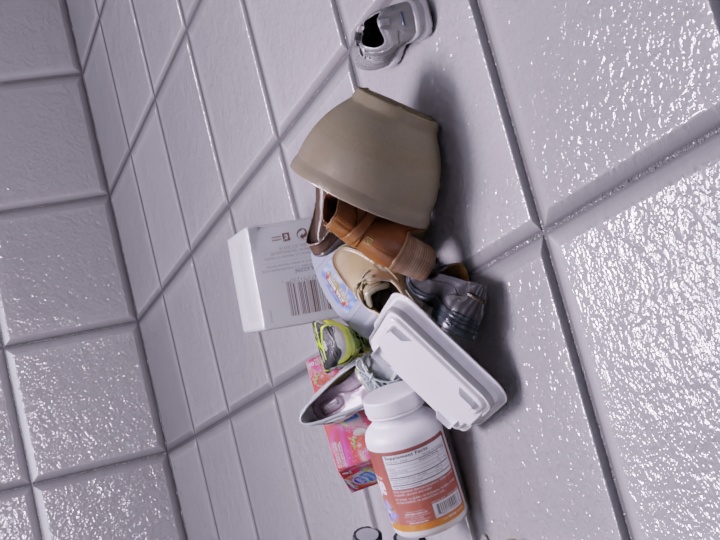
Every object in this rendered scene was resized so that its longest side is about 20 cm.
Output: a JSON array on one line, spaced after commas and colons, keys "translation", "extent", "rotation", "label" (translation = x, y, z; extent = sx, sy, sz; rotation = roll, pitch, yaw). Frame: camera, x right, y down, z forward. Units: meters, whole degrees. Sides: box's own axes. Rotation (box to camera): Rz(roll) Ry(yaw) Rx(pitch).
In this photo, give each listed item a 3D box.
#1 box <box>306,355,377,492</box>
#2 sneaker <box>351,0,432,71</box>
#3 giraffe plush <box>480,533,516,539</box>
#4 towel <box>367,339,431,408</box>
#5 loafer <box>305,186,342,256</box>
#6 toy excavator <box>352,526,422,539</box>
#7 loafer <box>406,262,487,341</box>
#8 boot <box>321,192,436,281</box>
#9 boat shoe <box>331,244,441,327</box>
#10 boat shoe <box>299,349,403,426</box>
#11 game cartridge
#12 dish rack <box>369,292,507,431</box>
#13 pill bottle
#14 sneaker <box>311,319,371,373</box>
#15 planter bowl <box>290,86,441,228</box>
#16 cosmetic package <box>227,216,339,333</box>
[{"translation": [-0.008, 0.227, 1.890], "extent": [0.100, 0.095, 0.200], "rotation": [67, -176, -58], "label": "box"}, {"translation": [0.021, -0.320, 1.640], "extent": [0.200, 0.082, 0.075], "rotation": [154, 104, -67], "label": "sneaker"}, {"translation": [0.138, 0.438, 1.597], "extent": [0.200, 0.162, 0.173], "rotation": [-137, 41, -55], "label": "giraffe plush"}, {"translation": [0.054, 0.135, 1.821], "extent": [0.132, 0.034, 0.201], "rotation": [6, 112, 67], "label": "towel"}, {"translation": [-0.046, -0.119, 1.799], "extent": [0.073, 0.071, 0.201], "rotation": [0, 70, 54], "label": "loafer"}, {"translation": [0.072, 0.491, 1.848], "extent": [0.200, 0.194, 0.100], "rotation": [-81, -8, -65], "label": "toy excavator"}, {"translation": [0.119, 0.024, 1.603], "extent": [0.072, 0.073, 0.200], "rotation": [-61, 27, 9], "label": "loafer"}, {"translation": [0.017, -0.063, 1.640], "extent": [0.074, 0.154, 0.200], "rotation": [-61, 14, 8], "label": "boot"}, {"translation": [0.026, 0.025, 1.681], "extent": [0.200, 0.065, 0.072], "rotation": [40, 108, 30], "label": "boat shoe"}, {"translation": [-0.005, 0.170, 1.772], "extent": [0.202, 0.065, 0.075], "rotation": [-33, 81, 30], "label": "boat shoe"}, {"translation": [0.000, 0.000, 1.788], "extent": [0.133, 0.041, 0.200], "rotation": [-49, 48, 18], "label": "game cartridge"}, {"translation": [0.090, 0.130, 1.597], "extent": [0.200, 0.044, 0.172], "rotation": [43, 156, 6], "label": "dish rack"}, {"translation": [0.071, 0.262, 1.709], "extent": [0.112, 0.112, 0.201], "rotation": [8, 117, 67], "label": "pill bottle"}, {"translation": [-0.026, 0.104, 1.795], "extent": [0.200, 0.076, 0.076], "rotation": [105, 149, -83], "label": "sneaker"}, {"translation": [0.025, -0.158, 1.600], "extent": [0.200, 0.200, 0.135], "rotation": [43, 112, 56], "label": "planter bowl"}, {"translation": [-0.111, 0.006, 1.978], "extent": [0.200, 0.167, 0.167], "rotation": [163, 96, -75], "label": "cosmetic package"}]
